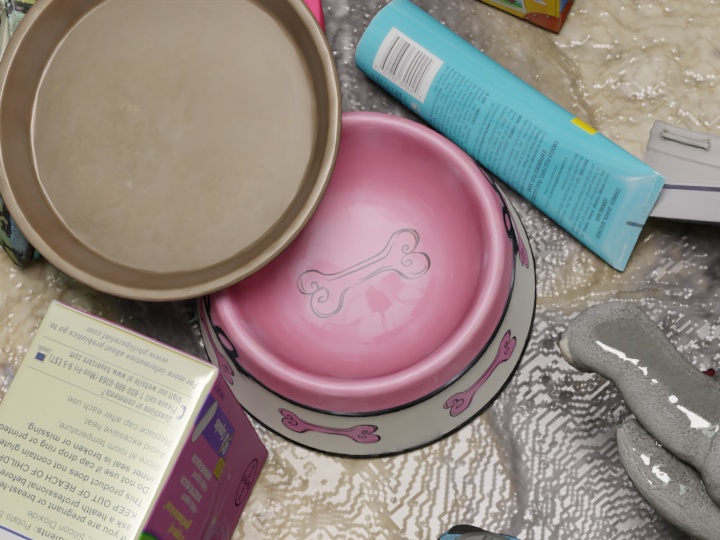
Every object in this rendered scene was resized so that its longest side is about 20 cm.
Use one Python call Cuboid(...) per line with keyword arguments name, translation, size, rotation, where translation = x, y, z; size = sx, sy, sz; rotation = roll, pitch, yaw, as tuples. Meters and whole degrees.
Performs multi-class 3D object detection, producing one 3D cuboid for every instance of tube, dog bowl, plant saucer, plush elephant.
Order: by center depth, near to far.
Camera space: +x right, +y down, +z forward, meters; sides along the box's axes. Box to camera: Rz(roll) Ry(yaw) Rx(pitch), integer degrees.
Cuboid(name="plush elephant", translation=(0.213, 0.104, 0.995), size=(0.164, 0.155, 0.200), rotation=(-24, 63, -13))
Cuboid(name="plant saucer", translation=(-0.106, -0.082, 1.051), size=(0.199, 0.029, 0.201), rotation=(-1, 84, 9))
Cuboid(name="dog bowl", translation=(0.000, 0.000, 1.082), size=(0.199, 0.074, 0.201), rotation=(-2, 70, 5))
Cuboid(name="tube", translation=(0.085, -0.083, 1.107), size=(0.200, 0.078, 0.050), rotation=(39, 55, 19))

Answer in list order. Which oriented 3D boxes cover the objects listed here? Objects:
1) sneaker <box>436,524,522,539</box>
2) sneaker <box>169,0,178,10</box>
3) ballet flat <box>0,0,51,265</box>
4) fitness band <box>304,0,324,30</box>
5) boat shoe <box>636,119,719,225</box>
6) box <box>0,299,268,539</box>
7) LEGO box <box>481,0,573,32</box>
Cuboid(name="sneaker", translation=(0.124, 0.192, 1.004), size=(0.200, 0.082, 0.073), rotation=(36, 92, -7))
Cuboid(name="sneaker", translation=(-0.109, -0.161, 1.109), size=(0.070, 0.080, 0.201), rotation=(35, 79, 10))
Cuboid(name="ballet flat", translation=(-0.210, -0.104, 1.108), size=(0.074, 0.074, 0.201), rotation=(8, 96, 8))
Cuboid(name="fitness band", translation=(-0.110, -0.121, 1.156), size=(0.143, 0.037, 0.200), rotation=(34, 78, 12))
Cuboid(name="boat shoe", translation=(0.237, -0.055, 1.038), size=(0.200, 0.072, 0.066), rotation=(5, 90, 49))
Cuboid(name="box", translation=(-0.140, 0.145, 0.991), size=(0.096, 0.176, 0.201), rotation=(22, 74, 13))
Cuboid(name="LEGO box", translation=(0.063, -0.257, 1.162), size=(0.199, 0.077, 0.149), rotation=(25, 75, 13))
